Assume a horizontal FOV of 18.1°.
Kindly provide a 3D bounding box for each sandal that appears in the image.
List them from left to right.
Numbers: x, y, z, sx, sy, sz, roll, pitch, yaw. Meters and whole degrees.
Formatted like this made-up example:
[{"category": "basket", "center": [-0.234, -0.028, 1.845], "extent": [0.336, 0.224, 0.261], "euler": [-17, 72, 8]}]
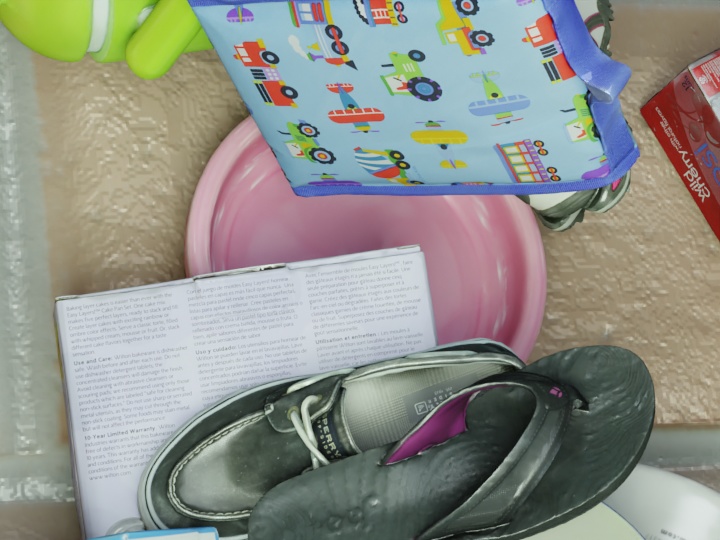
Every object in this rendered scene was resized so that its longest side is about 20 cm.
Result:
[{"category": "sandal", "center": [0.045, 0.088, 1.000], "extent": [0.200, 0.048, 0.076], "euler": [-25, 59, -9]}]

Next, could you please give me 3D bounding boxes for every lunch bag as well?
[{"category": "lunch bag", "center": [0.038, -0.103, 1.102], "extent": [0.199, 0.151, 0.094], "euler": [12, 58, 33]}]

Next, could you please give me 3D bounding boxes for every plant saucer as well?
[{"category": "plant saucer", "center": [0.000, 0.000, 1.214], "extent": [0.199, 0.051, 0.202], "euler": [6, 67, -15]}]

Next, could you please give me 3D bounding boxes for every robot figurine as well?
[{"category": "robot figurine", "center": [-0.112, -0.173, 1.203], "extent": [0.199, 0.116, 0.176], "euler": [-8, 49, -18]}]

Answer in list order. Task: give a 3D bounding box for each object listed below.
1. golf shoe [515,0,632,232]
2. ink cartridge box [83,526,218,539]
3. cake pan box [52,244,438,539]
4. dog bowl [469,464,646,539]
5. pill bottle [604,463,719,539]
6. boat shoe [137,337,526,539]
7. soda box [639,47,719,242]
[{"category": "golf shoe", "center": [0.093, -0.119, 1.240], "extent": [0.088, 0.077, 0.201], "euler": [27, 39, -41]}, {"category": "ink cartridge box", "center": [-0.153, 0.190, 1.050], "extent": [0.068, 0.199, 0.117], "euler": [3, 76, -52]}, {"category": "cake pan box", "center": [-0.044, 0.091, 1.118], "extent": [0.199, 0.052, 0.185], "euler": [-9, 84, -9]}, {"category": "dog bowl", "center": [0.052, 0.191, 1.012], "extent": [0.199, 0.079, 0.201], "euler": [-3, 58, 4]}, {"category": "pill bottle", "center": [0.124, 0.206, 1.115], "extent": [0.114, 0.114, 0.201], "euler": [27, 73, -7]}, {"category": "boat shoe", "center": [-0.012, 0.074, 1.064], "extent": [0.199, 0.071, 0.072], "euler": [-23, 85, -9]}, {"category": "soda box", "center": [0.246, -0.033, 1.295], "extent": [0.063, 0.070, 0.201], "euler": [-27, 82, -24]}]
